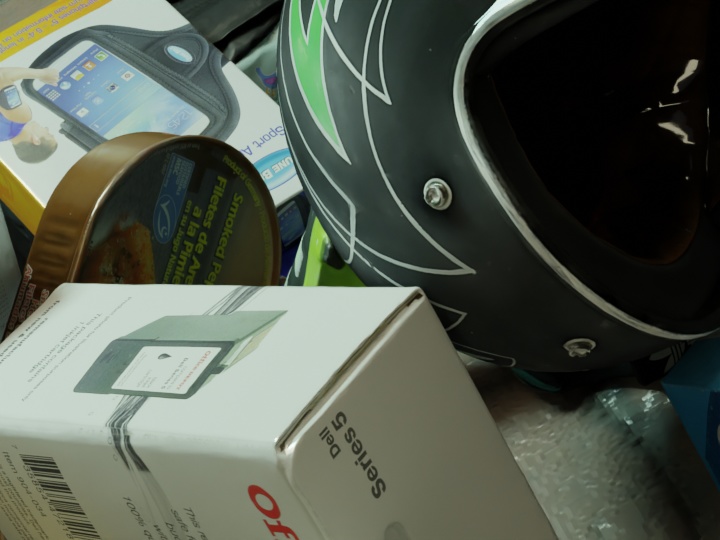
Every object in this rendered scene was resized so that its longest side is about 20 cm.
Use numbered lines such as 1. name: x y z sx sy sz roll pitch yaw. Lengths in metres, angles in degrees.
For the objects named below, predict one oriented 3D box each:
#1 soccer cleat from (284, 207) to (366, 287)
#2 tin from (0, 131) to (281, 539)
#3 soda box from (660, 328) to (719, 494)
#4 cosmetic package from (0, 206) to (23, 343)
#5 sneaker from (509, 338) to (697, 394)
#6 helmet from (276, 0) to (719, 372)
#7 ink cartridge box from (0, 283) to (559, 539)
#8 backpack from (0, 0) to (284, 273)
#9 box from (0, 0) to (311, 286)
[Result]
1. soccer cleat: 0.000 0.000 0.918 0.201 0.067 0.081 -62 11 16
2. tin: -0.094 0.042 0.914 0.042 0.112 0.201 11 82 46
3. soda box: 0.194 0.000 0.790 0.200 0.064 0.068 -45 29 -27
4. cosmetic package: -0.190 0.006 0.928 0.071 0.200 0.101 -40 70 -17
5. sneaker: 0.066 0.003 0.918 0.080 0.072 0.199 -41 28 -29
6. helmet: 0.064 -0.068 0.772 0.191 0.199 0.200 -55 23 12
7. ink cartridge box: -0.036 0.085 0.796 0.199 0.146 0.084 1 38 48
8. backpack: -0.104 -0.070 1.174 0.200 0.127 0.167 -38 38 -16
9. box: -0.098 -0.051 1.041 0.119 0.042 0.200 -33 54 -21
